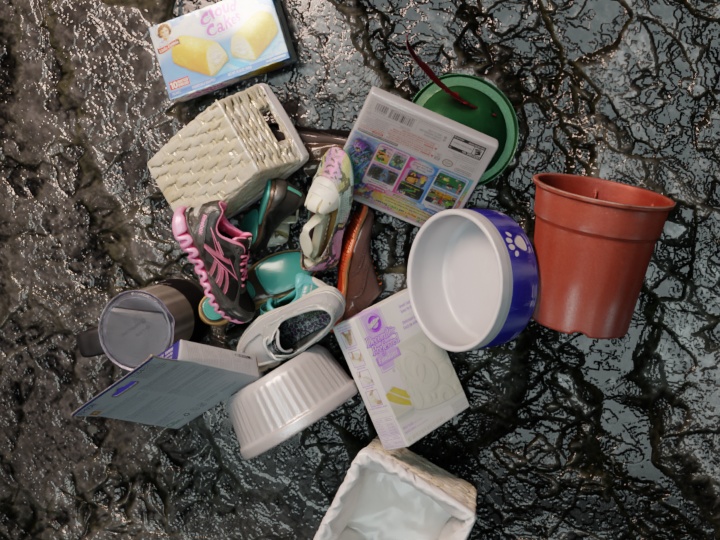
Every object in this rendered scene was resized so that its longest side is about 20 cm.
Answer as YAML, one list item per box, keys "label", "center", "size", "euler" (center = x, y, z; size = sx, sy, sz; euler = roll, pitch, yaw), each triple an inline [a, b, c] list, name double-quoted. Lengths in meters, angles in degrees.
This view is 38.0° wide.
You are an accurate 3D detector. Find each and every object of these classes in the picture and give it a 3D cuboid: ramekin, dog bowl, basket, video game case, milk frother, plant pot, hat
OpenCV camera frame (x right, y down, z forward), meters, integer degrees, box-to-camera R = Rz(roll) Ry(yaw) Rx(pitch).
- label: "ramekin"
  center: [-0.107, 0.190, 1.553]
  size: [0.201, 0.202, 0.095]
  euler: [-31, 87, 10]
- label: "dog bowl"
  center: [0.158, 0.012, 1.498]
  size: [0.199, 0.078, 0.203]
  euler: [6, 98, 52]
- label: "basket"
  center: [-0.199, -0.162, 1.537]
  size: [0.199, 0.123, 0.137]
  euler: [-32, 89, 37]
- label: "basket"
  center: [0.053, 0.377, 1.563]
  size: [0.197, 0.161, 0.202]
  euler: [28, 100, 5]
- label: "video game case"
  center: [0.073, -0.153, 1.514]
  size: [0.198, 0.024, 0.183]
  euler: [22, 130, -8]
- label: "milk frother"
  center: [-0.308, 0.130, 1.584]
  size: [0.179, 0.188, 0.201]
  euler: [-33, 90, 11]
- label: "plant pot"
  center: [0.323, -0.019, 1.477]
  size: [0.198, 0.201, 0.198]
  euler: [11, 105, 8]
- label: "hat"
  center: [0.128, -0.208, 1.488]
  size: [0.198, 0.176, 0.167]
  euler: [27, 98, 6]

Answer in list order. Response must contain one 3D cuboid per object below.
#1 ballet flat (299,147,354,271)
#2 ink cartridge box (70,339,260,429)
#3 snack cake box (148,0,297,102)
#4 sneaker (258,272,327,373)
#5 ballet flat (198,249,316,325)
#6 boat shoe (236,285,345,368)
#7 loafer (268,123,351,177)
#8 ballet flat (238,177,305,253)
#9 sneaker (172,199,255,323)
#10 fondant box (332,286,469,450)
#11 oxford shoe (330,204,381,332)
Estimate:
- label: "ballet flat"
  center: [-0.055, -0.080, 1.526]
  size: [0.069, 0.071, 0.202]
  euler: [32, 129, 29]
- label: "ink cartridge box"
  center: [-0.279, 0.162, 1.489]
  size: [0.199, 0.199, 0.041]
  euler: [-33, 58, 31]
- label: "snack cake box"
  center: [-0.207, -0.343, 1.586]
  size: [0.198, 0.067, 0.116]
  euler: [-18, 93, 10]
- label: "sneaker"
  center: [-0.123, 0.078, 1.588]
  size: [0.079, 0.078, 0.200]
  euler: [36, 115, -18]
- label: "ballet flat"
  center: [-0.159, 0.026, 1.612]
  size: [0.198, 0.063, 0.069]
  euler: [-24, 80, -9]
- label: "boat shoe"
  center: [-0.110, 0.091, 1.512]
  size: [0.200, 0.072, 0.070]
  euler: [-32, 103, 25]
- label: "loafer"
  center: [-0.058, -0.177, 1.582]
  size: [0.197, 0.073, 0.072]
  euler: [10, 107, 13]
- label: "ballet flat"
  center: [-0.132, -0.071, 1.559]
  size: [0.068, 0.200, 0.069]
  euler: [12, 66, -18]
- label: "sneaker"
  center: [-0.190, -0.014, 1.506]
  size: [0.094, 0.079, 0.202]
  euler: [-20, 116, 13]
- label: "fondant box"
  center: [0.062, 0.144, 1.549]
  size: [0.058, 0.143, 0.202]
  euler: [-23, 91, 50]
- label: "oxford shoe"
  center: [0.000, 0.000, 1.592]
  size: [0.072, 0.071, 0.203]
  euler: [11, 104, -10]
